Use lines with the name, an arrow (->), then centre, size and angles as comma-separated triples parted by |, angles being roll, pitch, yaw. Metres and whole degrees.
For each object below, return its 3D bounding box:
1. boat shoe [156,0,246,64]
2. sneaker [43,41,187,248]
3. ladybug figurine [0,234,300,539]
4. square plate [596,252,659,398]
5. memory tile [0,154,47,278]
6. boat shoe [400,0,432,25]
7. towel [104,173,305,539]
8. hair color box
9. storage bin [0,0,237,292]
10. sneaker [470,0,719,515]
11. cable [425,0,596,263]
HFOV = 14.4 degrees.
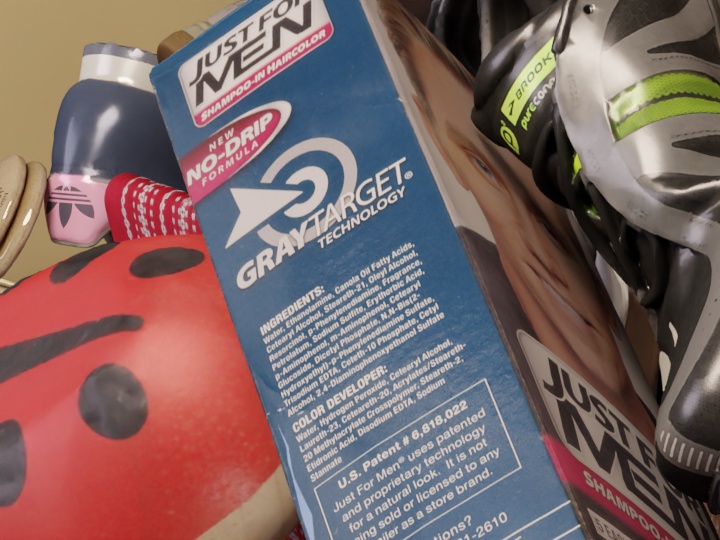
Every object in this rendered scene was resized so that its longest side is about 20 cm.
boat shoe -> -0.008, -0.015, 1.032 | 0.072, 0.065, 0.200 | 40, 159, 53
sneaker -> -0.056, -0.008, 1.096 | 0.070, 0.200, 0.082 | 6, 68, 39
ladybug figurine -> -0.076, 0.046, 0.811 | 0.200, 0.072, 0.136 | -24, 38, 44
square plate -> 0.049, 0.058, 0.850 | 0.200, 0.028, 0.199 | -104, 24, -66
memory tile -> -0.176, 0.059, 1.041 | 0.153, 0.017, 0.200 | -26, 43, 58
boat shoe -> 0.024, -0.104, 1.043 | 0.200, 0.072, 0.069 | 95, 176, -47
towel -> -0.033, 0.045, 0.931 | 0.200, 0.022, 0.145 | -162, 57, -66
hair color box -> 0.024, 0.027, 0.646 | 0.060, 0.100, 0.200 | -34, 47, 14
storage bin -> -0.076, -0.078, 1.223 | 0.094, 0.198, 0.200 | -62, -13, -63
sneaker -> 0.065, -0.020, 0.647 | 0.200, 0.082, 0.071 | -94, 20, -49
cable -> 0.029, -0.035, 0.803 | 0.097, 0.050, 0.200 | 113, 160, -47
